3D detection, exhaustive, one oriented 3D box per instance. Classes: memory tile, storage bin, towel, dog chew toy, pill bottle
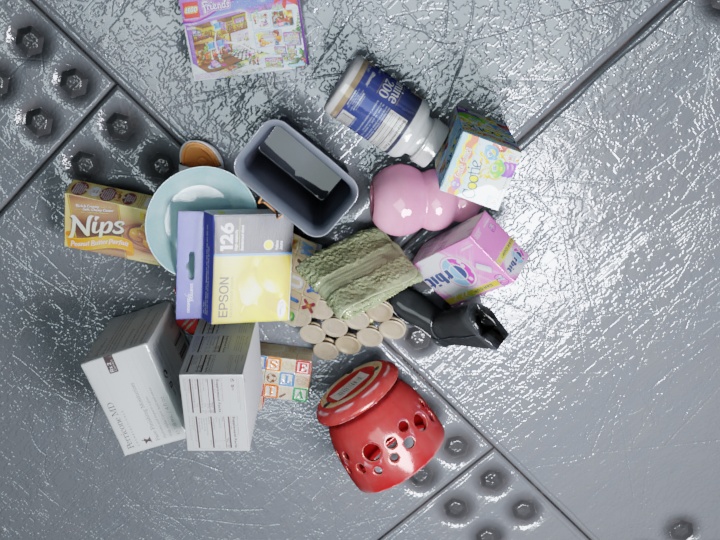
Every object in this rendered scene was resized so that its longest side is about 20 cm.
[{"bbox_3d":[-0.027,0.094,1.717,0.199,0.017,0.154,-20,126,26],"label":"memory tile"},{"bbox_3d":[-0.109,-0.167,1.605,0.200,0.134,0.146,39,107,-11],"label":"storage bin"},{"bbox_3d":[0.000,0.000,1.626,0.148,0.199,0.037,46,143,24],"label":"towel"},{"bbox_3d":[0.117,-0.122,1.626,0.198,0.125,0.125,0,111,-6],"label":"dog chew toy"},{"bbox_3d":[0.047,-0.263,1.575,0.199,0.111,0.111,32,109,-10],"label":"pill bottle"}]

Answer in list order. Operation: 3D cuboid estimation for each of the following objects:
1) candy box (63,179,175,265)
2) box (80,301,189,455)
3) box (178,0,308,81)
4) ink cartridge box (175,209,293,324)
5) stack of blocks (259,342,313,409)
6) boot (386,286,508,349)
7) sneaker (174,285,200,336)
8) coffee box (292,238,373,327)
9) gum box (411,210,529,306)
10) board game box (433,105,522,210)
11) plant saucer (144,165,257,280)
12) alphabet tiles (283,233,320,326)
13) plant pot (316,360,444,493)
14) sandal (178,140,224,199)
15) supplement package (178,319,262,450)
[{"bbox_3d":[-0.428,-0.084,1.678,0.198,0.055,0.116,12,125,-2],"label":"candy box"},{"bbox_3d":[-0.392,0.194,1.717,0.130,0.200,0.200,-18,110,8],"label":"box"},{"bbox_3d":[-0.194,-0.401,1.569,0.198,0.039,0.138,-6,111,4],"label":"box"},{"bbox_3d":[-0.218,-0.006,1.627,0.199,0.047,0.199,-3,108,-24],"label":"ink cartridge box"},{"bbox_3d":[-0.195,0.201,1.788,0.198,0.059,0.116,7,111,-1],"label":"stack of blocks"},{"bbox_3d":[0.150,0.081,1.657,0.164,0.200,0.066,34,77,-17],"label":"boot"},{"bbox_3d":[-0.300,0.032,1.719,0.084,0.077,0.201,21,113,7],"label":"sneaker"},{"bbox_3d":[-0.054,0.021,1.722,0.199,0.044,0.124,19,112,-5],"label":"coffee box"},{"bbox_3d":[0.184,-0.015,1.637,0.113,0.066,0.200,43,148,-13],"label":"gum box"},{"bbox_3d":[0.191,-0.190,1.551,0.102,0.200,0.105,19,111,-5],"label":"board game box"},{"bbox_3d":[-0.278,-0.084,1.625,0.200,0.039,0.203,-6,107,-20],"label":"plant saucer"},{"bbox_3d":[-0.156,0.002,1.697,0.199,0.006,0.167,24,112,18],"label":"alphabet tiles"},{"bbox_3d":[0.031,0.283,1.739,0.200,0.201,0.183,-30,104,12],"label":"plant pot"},{"bbox_3d":[-0.282,-0.127,1.665,0.079,0.059,0.208,-1,111,2],"label":"sandal"},{"bbox_3d":[-0.241,0.197,1.645,0.110,0.200,0.157,0,116,2],"label":"supplement package"}]
